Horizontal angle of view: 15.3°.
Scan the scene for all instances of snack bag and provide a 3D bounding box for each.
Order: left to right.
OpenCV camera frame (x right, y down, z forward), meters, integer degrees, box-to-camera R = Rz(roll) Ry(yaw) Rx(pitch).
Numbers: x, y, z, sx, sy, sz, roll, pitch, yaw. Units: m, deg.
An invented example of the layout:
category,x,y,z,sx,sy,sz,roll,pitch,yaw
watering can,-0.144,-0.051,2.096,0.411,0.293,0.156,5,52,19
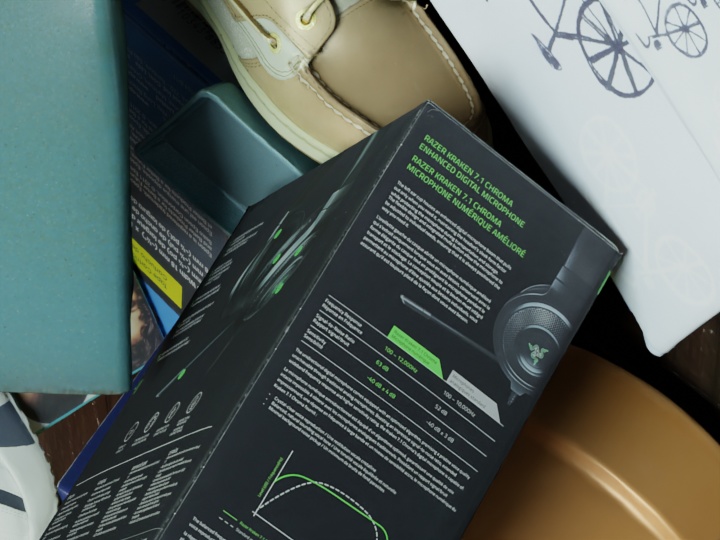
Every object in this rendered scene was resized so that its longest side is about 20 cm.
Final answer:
category,x,y,z,sx,sy,sz,roll,pitch,yaw
snack bag,0.088,-0.079,0.874,0.189,0.021,0.200,57,151,5

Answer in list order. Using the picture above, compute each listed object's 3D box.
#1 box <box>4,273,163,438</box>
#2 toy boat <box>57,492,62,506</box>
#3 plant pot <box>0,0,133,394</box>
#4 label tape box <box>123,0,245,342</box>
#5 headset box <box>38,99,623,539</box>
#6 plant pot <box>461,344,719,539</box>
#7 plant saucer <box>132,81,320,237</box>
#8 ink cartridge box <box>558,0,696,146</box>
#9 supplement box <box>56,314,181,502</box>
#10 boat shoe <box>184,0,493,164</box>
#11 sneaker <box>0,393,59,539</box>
category,x,y,z,sx,sy,sz,roll,pitch,yaw
box,-0.165,-0.033,1.185,0.049,0.082,0.201,1,118,57
toy boat,-0.113,0.176,1.300,0.130,0.200,0.132,1,82,28
plant pot,-0.153,-0.073,1.004,0.141,0.140,0.201,-104,16,-72
label tape box,-0.082,-0.055,1.184,0.144,0.063,0.201,43,148,28
headset box,-0.017,0.050,0.958,0.093,0.201,0.174,36,156,-13
plant pot,0.057,0.144,1.039,0.200,0.140,0.201,32,145,26
plant saucer,0.000,0.000,1.081,0.200,0.019,0.070,42,146,-11
ink cartridge box,0.106,-0.103,0.881,0.200,0.037,0.095,51,149,21
supplement box,-0.037,0.131,1.174,0.108,0.110,0.201,18,145,27
boat shoe,-0.022,-0.109,1.034,0.200,0.074,0.067,45,153,25
sneaker,-0.213,0.073,1.142,0.079,0.129,0.200,22,135,46
